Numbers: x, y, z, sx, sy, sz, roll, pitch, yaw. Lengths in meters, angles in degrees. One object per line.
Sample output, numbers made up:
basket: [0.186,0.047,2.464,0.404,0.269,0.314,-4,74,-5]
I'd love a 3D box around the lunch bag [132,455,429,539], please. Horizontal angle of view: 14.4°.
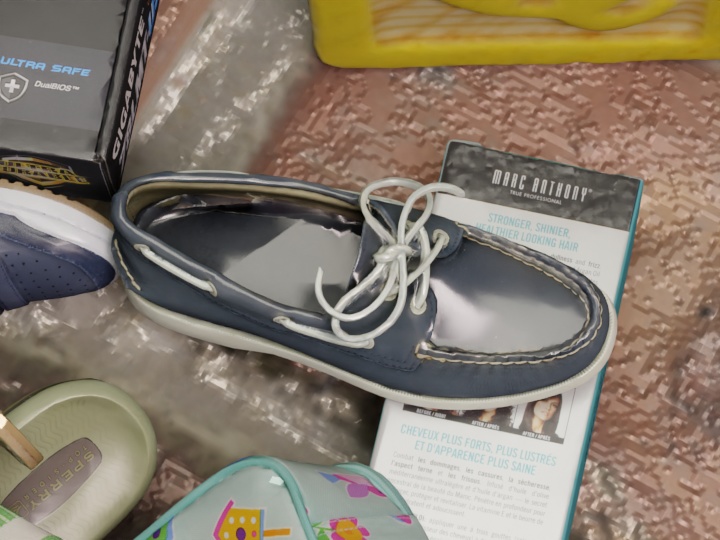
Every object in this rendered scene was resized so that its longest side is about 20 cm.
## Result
lunch bag: [-0.027,0.176,1.043,0.160,0.077,0.200,-41,64,29]

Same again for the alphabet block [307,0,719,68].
alphabet block: [0.072,-0.213,1.162,0.196,0.195,0.201,-2,67,4]

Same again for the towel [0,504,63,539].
towel: [-0.216,0.123,1.018,0.199,0.023,0.153,14,50,29]

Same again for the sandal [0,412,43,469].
sandal: [-0.207,0.032,1.064,0.070,0.078,0.212,-45,61,-9]

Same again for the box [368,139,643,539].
box: [0.053,0.053,1.131,0.082,0.049,0.201,12,69,7]

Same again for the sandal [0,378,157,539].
sandal: [-0.154,0.119,1.062,0.201,0.057,0.080,-47,116,-10]

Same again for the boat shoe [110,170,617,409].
boat shoe: [0.000,0.000,1.096,0.199,0.062,0.075,15,67,12]

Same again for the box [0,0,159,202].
box: [-0.177,-0.139,1.160,0.199,0.050,0.199,9,72,7]

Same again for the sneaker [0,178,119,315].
sneaker: [-0.196,0.021,1.142,0.199,0.070,0.109,4,64,11]
